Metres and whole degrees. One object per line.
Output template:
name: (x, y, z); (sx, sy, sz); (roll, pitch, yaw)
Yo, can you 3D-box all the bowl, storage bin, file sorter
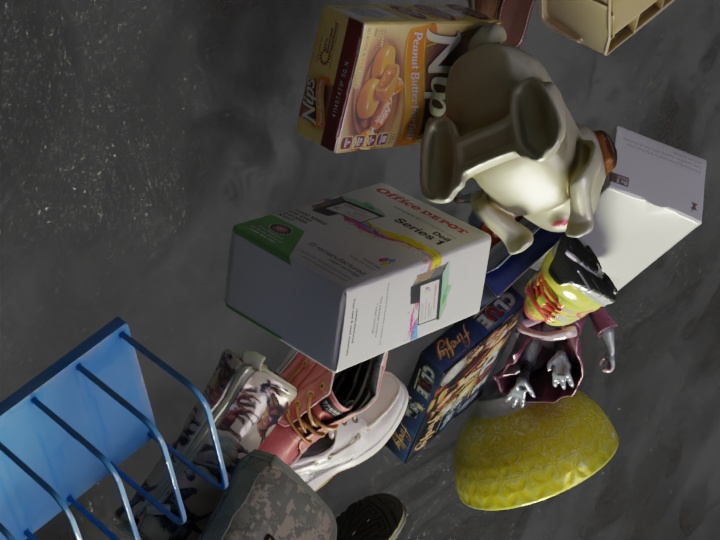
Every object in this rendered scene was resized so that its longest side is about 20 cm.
bowl: (0.186, 0.179, 1.708); (0.199, 0.199, 0.109); (-32, 105, -35)
storage bin: (0.269, -0.350, 1.459); (0.200, 0.093, 0.200); (-39, 142, -28)
file sorter: (-0.221, 0.167, 1.189); (0.199, 0.122, 0.140); (-38, 140, -28)

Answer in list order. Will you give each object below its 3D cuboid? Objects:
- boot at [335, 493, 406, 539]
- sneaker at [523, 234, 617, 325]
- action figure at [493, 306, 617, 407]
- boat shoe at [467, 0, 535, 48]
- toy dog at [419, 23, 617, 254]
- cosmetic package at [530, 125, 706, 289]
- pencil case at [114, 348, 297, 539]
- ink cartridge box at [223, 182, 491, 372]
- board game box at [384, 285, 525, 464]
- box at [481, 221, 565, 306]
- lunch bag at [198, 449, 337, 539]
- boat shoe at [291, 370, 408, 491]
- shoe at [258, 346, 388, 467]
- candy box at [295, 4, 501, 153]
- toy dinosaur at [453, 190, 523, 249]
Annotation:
boot: (0.012, 0.355, 1.682); (0.182, 0.073, 0.200); (-42, 138, -1)
sneaker: (0.202, 0.022, 1.483); (0.090, 0.079, 0.200); (-33, 166, 11)
action figure: (0.214, 0.055, 1.656); (0.201, 0.132, 0.150); (-60, 146, -41)
boat shoe: (0.148, -0.288, 1.365); (0.075, 0.071, 0.202); (-29, 136, -36)
toy dog: (0.150, -0.107, 1.350); (0.139, 0.196, 0.199); (-29, 145, 22)
cosmetic package: (0.268, -0.058, 1.571); (0.200, 0.112, 0.082); (131, -25, -57)
pencil case: (-0.138, 0.163, 1.332); (0.201, 0.077, 0.089); (-56, 169, -4)
ink cartridge box: (0.000, 0.000, 1.326); (0.199, 0.144, 0.085); (-19, 127, -44)
board game box: (0.100, 0.111, 1.582); (0.135, 0.035, 0.201); (-38, 161, -30)
box: (0.141, -0.005, 1.502); (0.121, 0.032, 0.200); (-41, -178, -24)
lunch bag: (-0.094, 0.277, 1.276); (0.201, 0.116, 0.165); (80, 31, -43)
boat shoe: (-0.030, 0.159, 1.476); (0.199, 0.071, 0.070); (-39, 142, -25)
shoe: (-0.051, 0.130, 1.386); (0.071, 0.091, 0.201); (41, 74, -27)
candy box: (0.036, -0.174, 1.322); (0.199, 0.055, 0.117); (-11, 123, -48)
toy dinosaur: (0.128, -0.064, 1.453); (0.105, 0.198, 0.183); (49, 43, -39)
